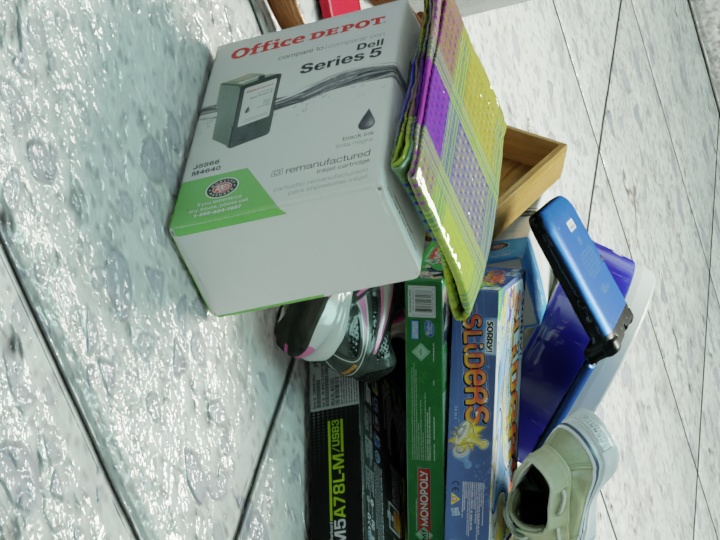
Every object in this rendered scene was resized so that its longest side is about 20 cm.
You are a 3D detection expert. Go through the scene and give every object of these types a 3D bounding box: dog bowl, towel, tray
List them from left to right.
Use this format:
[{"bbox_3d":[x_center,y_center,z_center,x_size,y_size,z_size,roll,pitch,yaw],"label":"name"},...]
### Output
[{"bbox_3d":[0.059,-0.082,1.525,0.200,0.023,0.144,-80,154,-43],"label":"towel"},{"bbox_3d":[0.089,-0.073,1.922,0.200,0.099,0.037,-39,144,-58],"label":"tray"},{"bbox_3d":[0.172,0.071,2.009,0.200,0.079,0.200,-61,-178,4],"label":"dog bowl"}]

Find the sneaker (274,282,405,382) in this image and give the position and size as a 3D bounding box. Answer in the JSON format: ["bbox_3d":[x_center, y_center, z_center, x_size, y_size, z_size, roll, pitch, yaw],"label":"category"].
[{"bbox_3d":[0.000,0.000,1.659,0.086,0.080,0.200,35,50,-23],"label":"sneaker"}]

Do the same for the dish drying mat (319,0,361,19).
[{"bbox_3d":[-0.007,-0.172,1.881,0.077,0.018,0.200,-8,88,-72],"label":"dish drying mat"}]

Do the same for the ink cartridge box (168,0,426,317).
[{"bbox_3d":[-0.031,-0.076,1.528,0.200,0.145,0.084,-82,154,-48],"label":"ink cartridge box"}]

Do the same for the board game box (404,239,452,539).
[{"bbox_3d":[0.059,0.083,1.682,0.135,0.029,0.200,-56,147,-70],"label":"board game box"}]

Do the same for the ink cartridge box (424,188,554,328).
[{"bbox_3d":[0.104,-0.015,1.971,0.200,0.116,0.068,-64,141,-62],"label":"ink cartridge box"}]

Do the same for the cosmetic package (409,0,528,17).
[{"bbox_3d":[0.081,-0.320,1.997,0.200,0.165,0.165,16,63,-73],"label":"cosmetic package"}]

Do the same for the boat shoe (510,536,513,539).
[{"bbox_3d":[0.093,0.191,1.886,0.200,0.072,0.065,35,51,-58],"label":"boat shoe"}]

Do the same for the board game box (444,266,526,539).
[{"bbox_3d":[0.090,0.104,1.682,0.135,0.034,0.200,-31,124,-76],"label":"board game box"}]

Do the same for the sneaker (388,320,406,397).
[{"bbox_3d":[0.047,0.091,1.808,0.200,0.075,0.090,56,27,-34],"label":"sneaker"}]

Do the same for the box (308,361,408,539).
[{"bbox_3d":[0.016,0.178,1.690,0.193,0.047,0.200,57,27,-57],"label":"box"}]

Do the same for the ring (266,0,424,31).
[{"bbox_3d":[0.001,-0.169,1.665,0.019,0.200,0.201,-42,131,-20],"label":"ring"}]

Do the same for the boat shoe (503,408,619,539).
[{"bbox_3d":[0.130,0.162,1.659,0.072,0.062,0.200,54,-23,24],"label":"boat shoe"}]

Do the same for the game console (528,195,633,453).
[{"bbox_3d":[0.143,0.047,1.808,0.171,0.118,0.200,61,11,-1],"label":"game console"}]
